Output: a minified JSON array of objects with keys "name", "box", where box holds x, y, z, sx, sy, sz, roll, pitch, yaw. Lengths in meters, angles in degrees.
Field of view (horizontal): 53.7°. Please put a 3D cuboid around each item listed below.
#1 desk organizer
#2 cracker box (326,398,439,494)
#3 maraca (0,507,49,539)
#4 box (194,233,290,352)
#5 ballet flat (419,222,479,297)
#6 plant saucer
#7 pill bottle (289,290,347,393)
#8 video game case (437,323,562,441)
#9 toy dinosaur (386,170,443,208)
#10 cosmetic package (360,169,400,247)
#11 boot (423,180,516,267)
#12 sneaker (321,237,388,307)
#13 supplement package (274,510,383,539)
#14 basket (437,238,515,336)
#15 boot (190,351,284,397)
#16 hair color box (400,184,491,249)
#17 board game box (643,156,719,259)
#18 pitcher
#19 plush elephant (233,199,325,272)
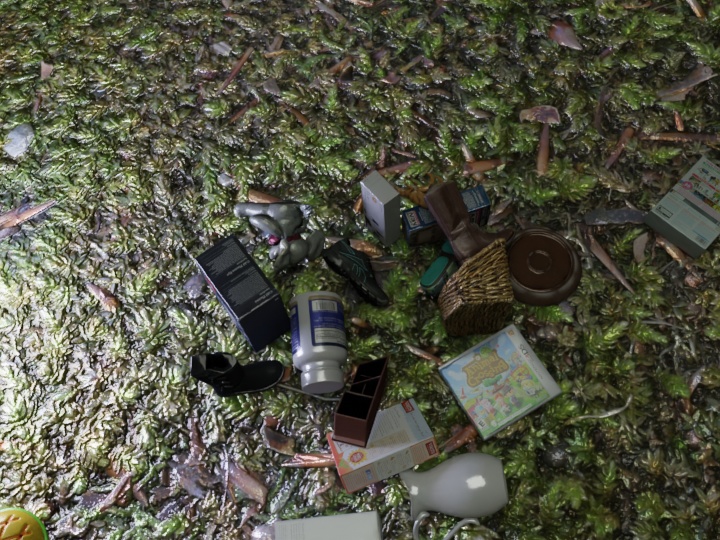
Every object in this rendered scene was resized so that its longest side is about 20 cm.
[{"name":"desk organizer","box":[0.003,0.258,1.457,0.071,0.077,0.200,11,36,10]},{"name":"cracker box","box":[0.043,0.351,1.436,0.199,0.058,0.134,-22,27,-5]},{"name":"maraca","box":[-0.676,0.558,1.407,0.200,0.107,0.137,31,71,17]},{"name":"box","box":[-0.252,0.053,1.554,0.104,0.200,0.182,-35,67,-13]},{"name":"ballet flat","box":[0.209,-0.021,1.627,0.074,0.074,0.200,37,77,19]},{"name":"plant saucer","box":[0.407,-0.016,1.626,0.199,0.032,0.201,-2,64,4]},{"name":"pill bottle","box":[-0.090,0.157,1.538,0.119,0.120,0.201,-7,65,2]},{"name":"video game case","box":[0.296,0.236,1.523,0.200,0.022,0.182,-29,66,-9]},{"name":"toy dinosaur","box":[0.151,-0.163,1.601,0.200,0.060,0.106,30,103,13]},{"name":"cosmetic package","box":[0.047,-0.136,1.617,0.051,0.200,0.083,-39,68,-14]},{"name":"boot","box":[0.241,-0.124,1.571,0.186,0.064,0.200,-30,91,-36]},{"name":"sneaker","box":[0.000,0.000,1.628,0.079,0.075,0.200,-40,69,-16]},{"name":"supplement package","box":[-0.055,0.535,1.362,0.199,0.117,0.118,-7,64,2]},{"name":"basket","box":[0.235,0.039,1.519,0.142,0.200,0.150,-4,66,-2]},{"name":"boot","box":[-0.252,0.205,1.483,0.164,0.200,0.066,-19,65,-4]},{"name":"hair color box","box":[0.197,-0.123,1.654,0.199,0.100,0.061,-18,66,-3]},{"name":"board game box","box":[0.780,-0.145,1.637,0.200,0.064,0.148,-42,70,-13]},{"name":"pitcher","box":[0.188,0.450,1.390,0.199,0.121,0.172,-11,79,11]},{"name":"plush elephant","box":[-0.172,-0.080,1.651,0.200,0.164,0.155,9,103,43]}]
